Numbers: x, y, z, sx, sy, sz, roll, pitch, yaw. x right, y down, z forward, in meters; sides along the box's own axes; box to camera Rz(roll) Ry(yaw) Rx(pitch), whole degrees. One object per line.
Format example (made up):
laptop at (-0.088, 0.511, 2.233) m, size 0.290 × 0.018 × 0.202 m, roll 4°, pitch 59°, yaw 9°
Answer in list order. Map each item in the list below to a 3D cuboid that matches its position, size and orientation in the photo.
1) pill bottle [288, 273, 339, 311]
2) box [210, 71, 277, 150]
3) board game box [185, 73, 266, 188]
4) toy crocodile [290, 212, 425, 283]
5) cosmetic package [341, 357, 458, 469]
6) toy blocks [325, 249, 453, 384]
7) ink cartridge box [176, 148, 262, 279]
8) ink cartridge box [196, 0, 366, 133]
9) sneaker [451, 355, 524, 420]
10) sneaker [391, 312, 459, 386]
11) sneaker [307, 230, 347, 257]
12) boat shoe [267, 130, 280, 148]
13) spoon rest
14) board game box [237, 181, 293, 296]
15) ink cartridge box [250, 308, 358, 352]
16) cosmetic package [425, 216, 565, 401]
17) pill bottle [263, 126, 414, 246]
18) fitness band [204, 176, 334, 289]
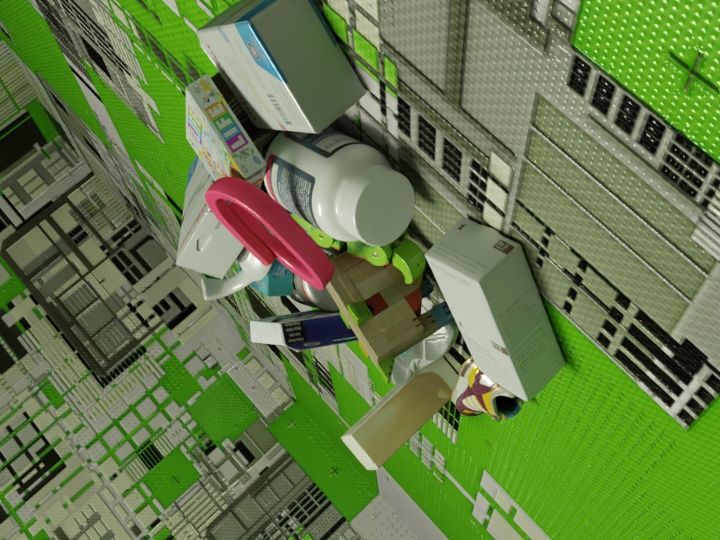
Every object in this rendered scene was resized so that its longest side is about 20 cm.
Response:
pill bottle at (-0.070, 0.004, 1.592) m, size 0.115 × 0.114 × 0.199 m, roll 53°, pitch 165°, yaw -14°
box at (-0.164, -0.224, 1.349) m, size 0.075 × 0.100 × 0.200 m, roll 47°, pitch 166°, yaw 6°
board game box at (-0.180, -0.158, 1.262) m, size 0.136 × 0.034 × 0.200 m, roll 57°, pitch 166°, yaw 3°
toy crocodile at (-0.003, -0.045, 1.279) m, size 0.197 × 0.068 × 0.062 m, roll 21°, pitch 138°, yaw 18°
cosmetic package at (0.068, 0.228, 1.555) m, size 0.071 × 0.199 × 0.105 m, roll 48°, pitch 166°, yaw 2°
toy blocks at (0.040, 0.029, 1.308) m, size 0.202 × 0.135 × 0.100 m, roll 56°, pitch 169°, yaw 19°
ink cartridge box at (-0.217, -0.114, 1.493) m, size 0.082 × 0.203 × 0.145 m, roll 18°, pitch 138°, yaw -22°
ink cartridge box at (-0.098, -0.246, 1.131) m, size 0.146 × 0.084 × 0.199 m, roll 57°, pitch 163°, yaw -23°
sneaker at (0.182, 0.179, 1.347) m, size 0.090 × 0.074 × 0.201 m, roll 49°, pitch 167°, yaw 23°
sneaker at (0.098, 0.103, 1.438) m, size 0.071 × 0.080 × 0.200 m, roll 55°, pitch 147°, yaw 8°
sneaker at (0.000, 0.000, 1.394) m, size 0.199 × 0.084 × 0.077 m, roll 37°, pitch 177°, yaw -8°
boat shoe at (-0.052, -0.119, 1.341) m, size 0.201 × 0.062 × 0.073 m, roll 51°, pitch 163°, yaw -6°
spoon rest at (-0.186, -0.014, 1.542) m, size 0.199 × 0.060 × 0.101 m, roll -39°, pitch 57°, yaw 44°
board game box at (-0.154, -0.074, 1.571) m, size 0.150 × 0.046 × 0.204 m, roll 25°, pitch 115°, yaw 61°
ink cartridge box at (-0.054, 0.087, 1.526) m, size 0.199 × 0.196 × 0.041 m, roll 1°, pitch 98°, yaw 63°
cosmetic package at (0.157, 0.046, 1.106) m, size 0.101 × 0.074 × 0.201 m, roll 31°, pitch 157°, yaw 50°
pill bottle at (-0.026, -0.104, 1.187) m, size 0.199 × 0.119 × 0.121 m, roll 33°, pitch 158°, yaw 49°
fitness band at (-0.114, -0.047, 1.230) m, size 0.200 × 0.038 × 0.143 m, roll 46°, pitch 160°, yaw -29°
